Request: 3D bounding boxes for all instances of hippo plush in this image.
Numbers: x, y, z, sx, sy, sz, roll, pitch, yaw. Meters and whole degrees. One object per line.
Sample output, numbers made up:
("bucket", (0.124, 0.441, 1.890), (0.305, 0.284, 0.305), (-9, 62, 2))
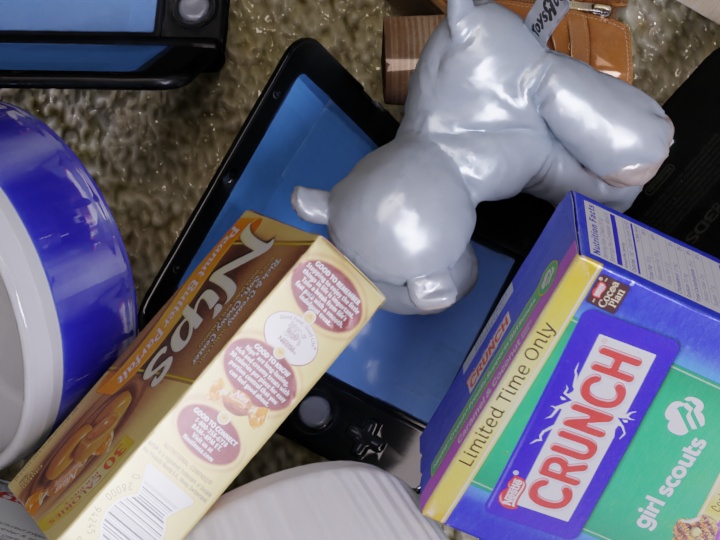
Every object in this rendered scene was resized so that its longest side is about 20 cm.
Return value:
("hippo plush", (0.064, -0.046, 0.918), (0.159, 0.200, 0.161), (28, 74, 11))

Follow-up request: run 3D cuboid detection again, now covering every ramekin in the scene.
("ramekin", (-0.035, 0.183, 0.912), (0.202, 0.203, 0.094), (-26, 59, -3))

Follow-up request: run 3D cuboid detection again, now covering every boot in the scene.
("boot", (0.088, -0.187, 1.075), (0.154, 0.077, 0.201), (-1, 60, -3))

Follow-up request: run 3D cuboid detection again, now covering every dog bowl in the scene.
("dog bowl", (-0.218, 0.008, 0.975), (0.079, 0.200, 0.200), (-26, 67, -42))

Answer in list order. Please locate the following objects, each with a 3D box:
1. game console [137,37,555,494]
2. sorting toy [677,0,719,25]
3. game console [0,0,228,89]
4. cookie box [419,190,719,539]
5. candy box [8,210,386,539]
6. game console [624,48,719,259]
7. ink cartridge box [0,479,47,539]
("game console", (0.000, 0.000, 1.000), (0.175, 0.116, 0.201), (26, 78, 13))
("sorting toy", (0.190, -0.268, 1.013), (0.198, 0.070, 0.200), (29, 113, -2))
("game console", (-0.188, -0.174, 1.065), (0.199, 0.116, 0.177), (2, 73, 6))
("cookie box", (0.154, 0.081, 0.894), (0.199, 0.075, 0.172), (24, 116, -10))
("candy box", (-0.087, 0.064, 0.895), (0.055, 0.115, 0.200), (45, 80, -23))
("game console", (0.225, 0.000, 1.005), (0.200, 0.116, 0.176), (-47, 51, -7))
("ink cartridge box", (-0.203, 0.183, 0.916), (0.146, 0.200, 0.083), (17, 101, 11))
